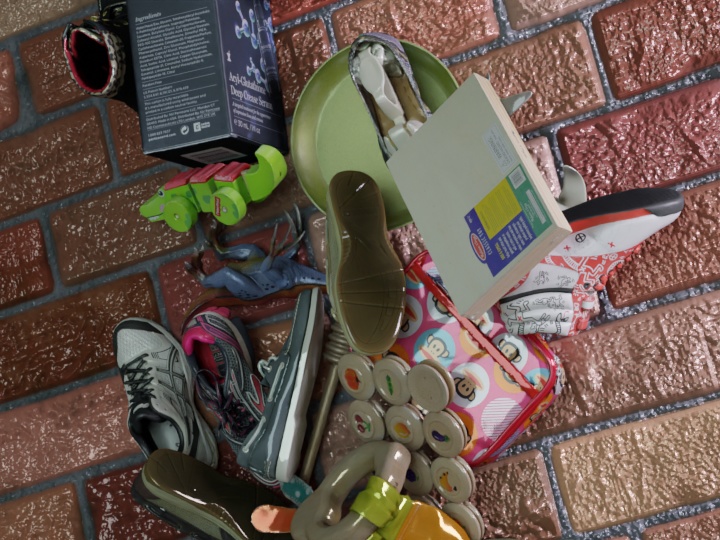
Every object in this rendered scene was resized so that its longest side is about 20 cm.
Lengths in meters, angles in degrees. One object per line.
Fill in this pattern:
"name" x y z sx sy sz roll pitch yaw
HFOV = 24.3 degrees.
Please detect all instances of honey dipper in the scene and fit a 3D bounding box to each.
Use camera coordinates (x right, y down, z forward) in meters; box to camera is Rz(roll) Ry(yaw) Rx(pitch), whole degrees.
"honey dipper" -0.040 0.147 1.743 0.038 0.038 0.202 18 92 22

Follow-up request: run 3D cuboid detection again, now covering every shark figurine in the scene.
"shark figurine" 0.169 -0.081 1.646 0.214 0.090 0.128 42 95 -13

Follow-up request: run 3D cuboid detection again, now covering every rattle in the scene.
"rattle" 0.002 0.254 1.671 0.199 0.142 0.131 -33 42 42

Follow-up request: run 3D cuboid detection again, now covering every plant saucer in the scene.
"plant saucer" 0.023 -0.140 1.744 0.198 0.031 0.202 -1 86 22

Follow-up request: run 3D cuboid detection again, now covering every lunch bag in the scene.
"lunch bag" 0.106 0.079 1.673 0.176 0.082 0.200 -47 73 8

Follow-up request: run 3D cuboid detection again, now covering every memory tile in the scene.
"memory tile" 0.048 0.177 1.653 0.152 0.017 0.202 5 114 43

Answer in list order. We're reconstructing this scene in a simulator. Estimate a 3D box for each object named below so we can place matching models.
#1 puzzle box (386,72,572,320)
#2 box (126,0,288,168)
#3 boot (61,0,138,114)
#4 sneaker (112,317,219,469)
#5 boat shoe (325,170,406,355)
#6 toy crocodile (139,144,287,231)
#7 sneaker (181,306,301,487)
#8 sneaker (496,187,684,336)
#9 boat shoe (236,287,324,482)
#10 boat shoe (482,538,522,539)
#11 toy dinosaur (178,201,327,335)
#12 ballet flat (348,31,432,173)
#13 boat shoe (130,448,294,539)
"puzzle box" 0.107 -0.070 1.573 0.133 0.025 0.201 -43 52 26
"box" -0.161 -0.219 1.759 0.106 0.148 0.202 -10 83 20
"boot" -0.266 -0.264 1.800 0.073 0.154 0.206 -20 79 19
"sneaker" -0.218 0.136 1.791 0.075 0.088 0.201 -34 74 18
"boat shoe" -0.003 -0.001 1.667 0.072 0.063 0.202 -3 61 -17
"toy crocodile" -0.158 -0.086 1.768 0.199 0.067 0.062 -7 115 42
"sneaker" -0.132 0.140 1.749 0.080 0.075 0.201 -27 96 18
"sneaker" 0.219 -0.004 1.595 0.199 0.067 0.109 -17 107 2
"boat shoe" -0.080 0.111 1.703 0.061 0.073 0.202 9 81 11
"boat shoe" 0.118 0.311 1.659 0.198 0.075 0.069 1 106 20
"toy dinosaur" -0.085 0.002 1.774 0.180 0.105 0.201 23 130 11
"ballet flat" 0.037 -0.152 1.686 0.072 0.072 0.202 -28 77 17
"boat shoe" -0.146 0.254 1.737 0.200 0.072 0.066 31 134 -17
